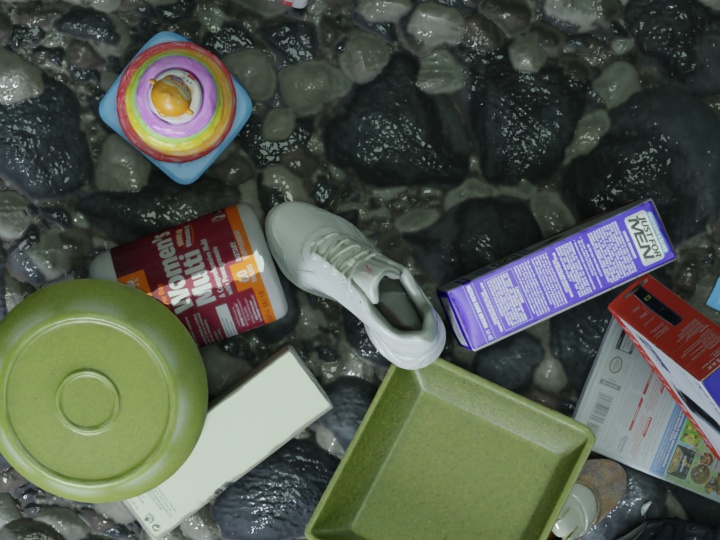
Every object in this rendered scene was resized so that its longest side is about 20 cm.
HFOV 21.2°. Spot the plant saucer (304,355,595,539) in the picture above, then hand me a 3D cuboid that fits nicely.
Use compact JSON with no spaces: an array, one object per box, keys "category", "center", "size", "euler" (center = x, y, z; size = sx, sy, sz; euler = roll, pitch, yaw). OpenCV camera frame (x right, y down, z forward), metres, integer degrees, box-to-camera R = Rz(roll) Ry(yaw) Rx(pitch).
[{"category":"plant saucer","center":[0.083,0.196,1.716],"size":[0.199,0.048,0.201],"euler":[24,77,19]}]

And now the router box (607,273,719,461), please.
[{"category":"router box","center":[0.315,0.114,1.654],"size":[0.049,0.180,0.200],"euler":[-39,116,-2]}]

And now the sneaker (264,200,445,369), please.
[{"category":"sneaker","center":[0.000,0.000,1.707],"size":[0.200,0.099,0.078],"euler":[37,75,5]}]

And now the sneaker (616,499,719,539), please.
[{"category":"sneaker","center":[0.260,0.310,1.761],"size":[0.113,0.075,0.201],"euler":[25,92,4]}]

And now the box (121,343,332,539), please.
[{"category":"box","center":[-0.123,0.152,1.723],"size":[0.200,0.082,0.069],"euler":[-37,93,-1]}]

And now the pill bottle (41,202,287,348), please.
[{"category":"pill bottle","center":[-0.172,0.021,1.700],"size":[0.199,0.110,0.110],"euler":[-20,93,-3]}]

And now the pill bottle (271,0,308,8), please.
[{"category":"pill bottle","center":[-0.129,-0.310,1.690],"size":[0.199,0.114,0.115],"euler":[15,91,-5]}]

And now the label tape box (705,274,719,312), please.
[{"category":"label tape box","center":[0.441,0.015,1.764],"size":[0.199,0.063,0.145],"euler":[26,89,-5]}]

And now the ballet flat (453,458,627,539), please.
[{"category":"ballet flat","center":[0.157,0.233,1.750],"size":[0.199,0.067,0.068],"euler":[-25,102,-3]}]

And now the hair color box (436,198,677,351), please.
[{"category":"hair color box","center":[0.173,0.003,1.723],"size":[0.199,0.109,0.065],"euler":[-23,92,-3]}]

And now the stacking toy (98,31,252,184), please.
[{"category":"stacking toy","center":[-0.160,-0.147,1.650],"size":[0.116,0.200,0.110],"euler":[40,89,-3]}]

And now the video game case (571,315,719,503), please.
[{"category":"video game case","center":[0.306,0.127,1.782],"size":[0.199,0.018,0.144],"euler":[22,90,-4]}]

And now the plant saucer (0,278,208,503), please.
[{"category":"plant saucer","center":[-0.231,0.108,1.645],"size":[0.199,0.031,0.201],"euler":[1,103,3]}]
